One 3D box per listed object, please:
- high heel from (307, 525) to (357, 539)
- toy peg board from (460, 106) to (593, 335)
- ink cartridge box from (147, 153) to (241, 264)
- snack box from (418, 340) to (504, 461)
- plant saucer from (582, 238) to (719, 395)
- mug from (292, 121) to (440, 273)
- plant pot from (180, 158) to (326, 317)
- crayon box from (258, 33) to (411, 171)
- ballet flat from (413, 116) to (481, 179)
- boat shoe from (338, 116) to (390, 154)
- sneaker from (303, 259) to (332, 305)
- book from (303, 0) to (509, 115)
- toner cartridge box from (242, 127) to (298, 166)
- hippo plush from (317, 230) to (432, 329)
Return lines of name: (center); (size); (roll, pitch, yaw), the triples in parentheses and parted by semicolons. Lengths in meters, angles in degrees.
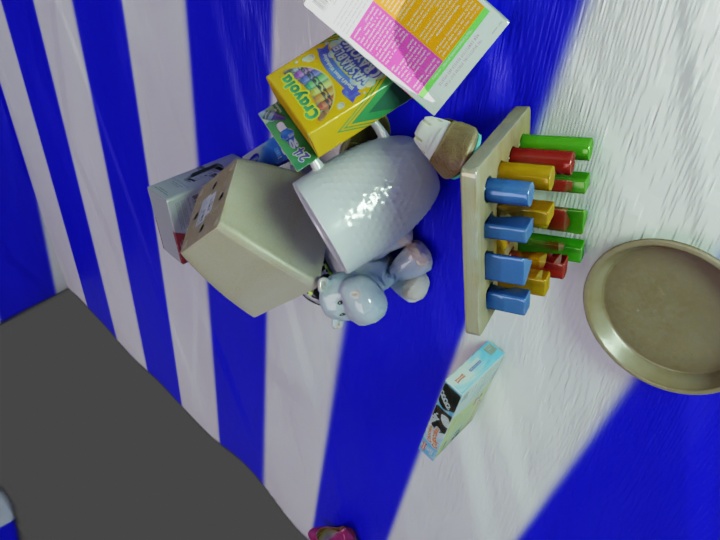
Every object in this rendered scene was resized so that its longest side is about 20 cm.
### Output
high heel: (-0.091, 0.748, 1.738); (0.199, 0.067, 0.097); (-2, 125, 45)
toy peg board: (0.194, -0.056, 0.689); (0.097, 0.199, 0.202); (9, 125, 27)
ink cartridge box: (-0.305, -0.127, 1.223); (0.083, 0.199, 0.148); (30, 136, 37)
snack box: (0.161, 0.215, 0.989); (0.037, 0.116, 0.201); (38, 140, 25)
plant saucer: (0.356, 0.051, 0.703); (0.199, 0.029, 0.202); (31, 137, 33)
mug: (0.004, -0.125, 0.845); (0.201, 0.174, 0.148); (60, 175, -17)
plant pot: (-0.180, -0.067, 1.019); (0.176, 0.202, 0.199); (29, 145, -33)
crayon box: (-0.033, -0.234, 0.789); (0.126, 0.199, 0.052); (55, 176, 29)
ballet flat: (0.101, -0.156, 0.726); (0.072, 0.200, 0.068); (31, 111, -1)
boat shoe: (-0.003, -0.172, 0.941); (0.202, 0.072, 0.064); (101, 157, -51)
sneaker: (-0.102, -0.023, 1.166); (0.201, 0.071, 0.083); (52, 144, 8)
book: (0.050, -0.293, 0.693); (0.199, 0.048, 0.134); (39, 117, -7)
toner cartridge box: (-0.110, -0.212, 1.011); (0.199, 0.095, 0.044); (-13, 105, 53)
hippo plush: (0.000, 0.000, 0.971); (0.199, 0.160, 0.161); (13, 128, 40)
